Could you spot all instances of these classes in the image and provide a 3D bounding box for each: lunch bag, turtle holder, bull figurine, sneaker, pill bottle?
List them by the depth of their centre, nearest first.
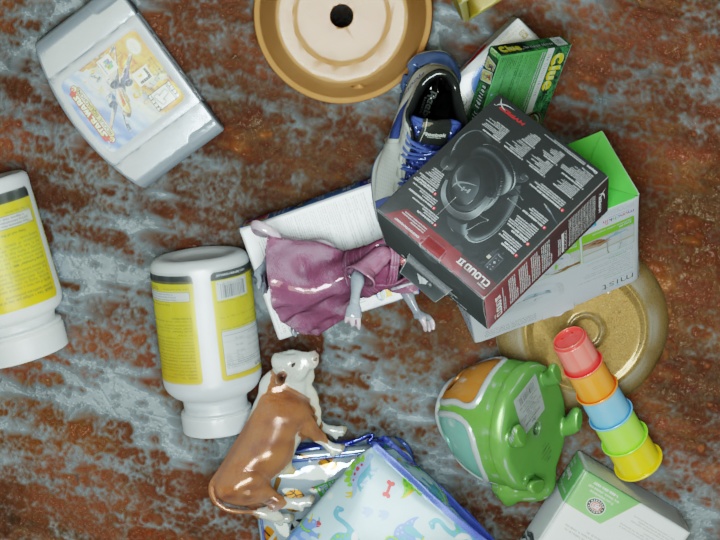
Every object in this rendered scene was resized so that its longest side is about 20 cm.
[{"bbox_3d":[0.061,-0.127,1.623,0.080,0.115,0.200,11,102,-4],"label":"sneaker"},{"bbox_3d":[0.039,0.307,1.694,0.200,0.127,0.170,41,94,8],"label":"lunch bag"},{"bbox_3d":[-0.085,0.185,1.714,0.121,0.065,0.200,33,87,-12],"label":"bull figurine"},{"bbox_3d":[-0.395,-0.001,1.719,0.114,0.114,0.201,-14,100,3],"label":"pill bottle"},{"bbox_3d":[-0.169,0.079,1.735,0.111,0.112,0.201,-5,101,1],"label":"pill bottle"},{"bbox_3d":[0.166,0.176,1.751,0.131,0.185,0.141,8,69,37],"label":"turtle holder"},{"bbox_3d":[-0.021,0.267,1.790,0.199,0.076,0.161,-6,96,1],"label":"lunch bag"}]

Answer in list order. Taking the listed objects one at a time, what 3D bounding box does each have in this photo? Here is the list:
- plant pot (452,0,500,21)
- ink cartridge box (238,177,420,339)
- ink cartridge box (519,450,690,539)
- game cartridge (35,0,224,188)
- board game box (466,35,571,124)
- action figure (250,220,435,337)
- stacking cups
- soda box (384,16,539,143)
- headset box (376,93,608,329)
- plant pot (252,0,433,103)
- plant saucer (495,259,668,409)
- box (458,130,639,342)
[{"bbox_3d":[0.139,-0.401,1.611,0.195,0.194,0.201,-30,90,6],"label":"plant pot"},{"bbox_3d":[-0.018,-0.020,1.734,0.199,0.076,0.137,-18,99,5],"label":"ink cartridge box"},{"bbox_3d":[0.260,0.334,1.796,0.146,0.084,0.200,31,100,-5],"label":"ink cartridge box"},{"bbox_3d":[-0.261,-0.198,1.722,0.133,0.042,0.200,-37,99,2],"label":"game cartridge"},{"bbox_3d":[0.153,-0.155,1.666,0.104,0.023,0.201,-11,134,-35],"label":"board game box"},{"bbox_3d":[0.000,0.000,1.645,0.199,0.134,0.150,-19,73,20],"label":"action figure"},{"bbox_3d":[0.274,0.149,1.738,0.060,0.061,0.200,-29,121,5],"label":"stacking cups"},{"bbox_3d":[0.119,-0.186,1.706,0.200,0.068,0.064,-44,98,8],"label":"soda box"},{"bbox_3d":[0.125,-0.053,1.541,0.149,0.077,0.200,40,76,24],"label":"headset box"},{"bbox_3d":[-0.020,-0.272,1.655,0.199,0.140,0.201,0,101,1],"label":"plant pot"},{"bbox_3d":[0.254,0.065,1.770,0.199,0.035,0.201,0,101,0],"label":"plant saucer"},{"bbox_3d":[0.190,-0.030,1.663,0.199,0.177,0.097,-22,60,-2],"label":"box"}]
